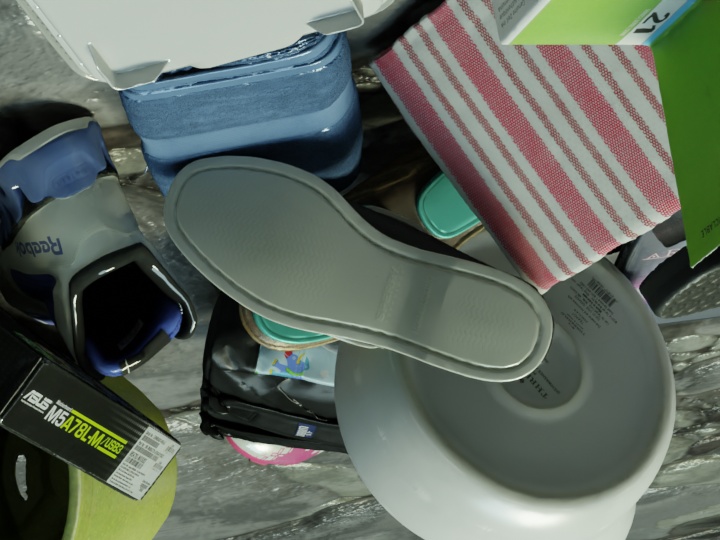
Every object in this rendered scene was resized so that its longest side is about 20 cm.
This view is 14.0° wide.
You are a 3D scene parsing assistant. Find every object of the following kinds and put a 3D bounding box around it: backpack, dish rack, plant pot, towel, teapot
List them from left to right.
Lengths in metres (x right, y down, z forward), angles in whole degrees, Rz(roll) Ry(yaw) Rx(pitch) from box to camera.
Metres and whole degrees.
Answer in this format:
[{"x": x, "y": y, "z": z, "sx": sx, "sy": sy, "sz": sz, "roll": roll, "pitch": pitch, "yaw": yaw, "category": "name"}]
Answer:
[{"x": -0.209, "y": 0.124, "z": 1.782, "sx": 0.200, "sy": 0.201, "sz": 0.184, "roll": -18, "pitch": 171, "yaw": 24, "category": "plant pot"}, {"x": -0.075, "y": -0.138, "z": 1.220, "sx": 0.171, "sy": 0.044, "sz": 0.200, "roll": -15, "pitch": 154, "yaw": 11, "category": "dish rack"}, {"x": -0.057, "y": -0.084, "z": 1.422, "sx": 0.111, "sy": 0.049, "sz": 0.200, "roll": -9, "pitch": 161, "yaw": 1, "category": "towel"}, {"x": 0.018, "y": 0.050, "z": 1.723, "sx": 0.200, "sy": 0.154, "sz": 0.163, "roll": 18, "pitch": 161, "yaw": 5, "category": "backpack"}, {"x": 0.061, "y": 0.074, "z": 1.586, "sx": 0.197, "sy": 0.200, "sz": 0.146, "roll": 6, "pitch": 154, "yaw": -22, "category": "teapot"}, {"x": 0.097, "y": -0.081, "z": 1.372, "sx": 0.030, "sy": 0.146, "sz": 0.200, "roll": -34, "pitch": 180, "yaw": -36, "category": "towel"}]

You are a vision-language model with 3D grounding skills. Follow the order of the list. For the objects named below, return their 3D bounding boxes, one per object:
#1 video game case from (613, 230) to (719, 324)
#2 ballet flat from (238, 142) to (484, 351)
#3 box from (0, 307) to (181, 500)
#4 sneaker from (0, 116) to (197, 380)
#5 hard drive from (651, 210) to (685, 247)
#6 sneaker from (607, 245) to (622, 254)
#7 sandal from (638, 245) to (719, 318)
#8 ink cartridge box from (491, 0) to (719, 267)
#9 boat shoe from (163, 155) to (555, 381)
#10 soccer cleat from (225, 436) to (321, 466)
[{"x": 0.210, "y": -0.010, "z": 1.601, "sx": 0.143, "sy": 0.019, "sz": 0.200, "roll": -7, "pitch": 164, "yaw": -5, "category": "video game case"}, {"x": 0.014, "y": -0.027, "z": 1.514, "sx": 0.200, "sy": 0.068, "sz": 0.072, "roll": -38, "pitch": -160, "yaw": -14, "category": "ballet flat"}, {"x": -0.205, "y": 0.033, "z": 1.514, "sx": 0.048, "sy": 0.193, "sz": 0.200, "roll": -52, "pitch": 157, "yaw": -2, "category": "box"}, {"x": -0.143, "y": 0.011, "z": 1.528, "sx": 0.080, "sy": 0.115, "sz": 0.199, "roll": -25, "pitch": 165, "yaw": -12, "category": "sneaker"}, {"x": 0.180, "y": -0.107, "z": 1.330, "sx": 0.200, "sy": 0.140, "sz": 0.033, "roll": -28, "pitch": -176, "yaw": 45, "category": "hard drive"}, {"x": 0.177, "y": -0.064, "z": 1.577, "sx": 0.083, "sy": 0.071, "sz": 0.200, "roll": -18, "pitch": 170, "yaw": -40, "category": "sneaker"}, {"x": 0.204, "y": -0.019, "z": 1.452, "sx": 0.075, "sy": 0.048, "sz": 0.200, "roll": -40, "pitch": 160, "yaw": 33, "category": "sandal"}, {"x": 0.115, "y": -0.119, "z": 1.155, "sx": 0.076, "sy": 0.200, "sz": 0.148, "roll": -1, "pitch": 159, "yaw": -23, "category": "ink cartridge box"}, {"x": 0.000, "y": 0.000, "z": 1.436, "sx": 0.200, "sy": 0.074, "sz": 0.060, "roll": 19, "pitch": 179, "yaw": 3, "category": "boat shoe"}, {"x": -0.007, "y": 0.071, "z": 1.857, "sx": 0.086, "sy": 0.070, "sz": 0.200, "roll": -40, "pitch": 162, "yaw": 34, "category": "soccer cleat"}]
